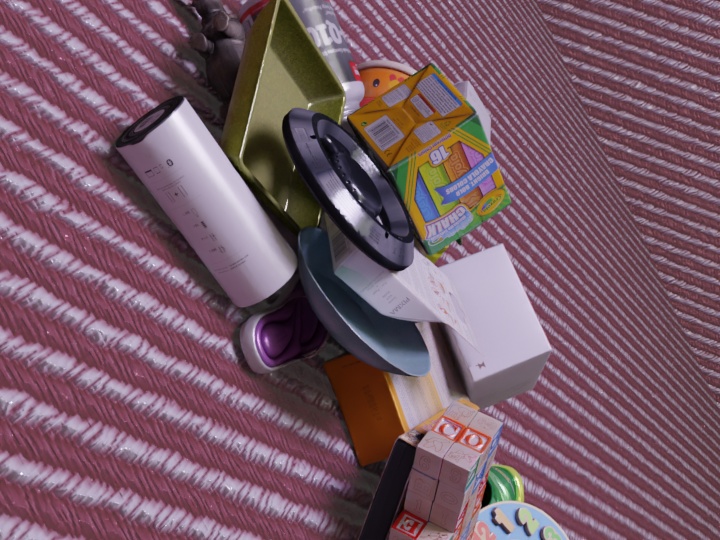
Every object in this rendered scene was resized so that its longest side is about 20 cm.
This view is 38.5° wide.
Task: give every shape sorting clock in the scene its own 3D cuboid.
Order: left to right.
[{"bbox_3d":[0.191,0.379,1.240,0.198,0.039,0.202,11,63,-22],"label":"shape sorting clock"}]

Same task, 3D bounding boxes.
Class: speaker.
[{"bbox_3d":[-0.144,-0.062,0.989,0.201,0.081,0.081,55,27,-24],"label":"speaker"}]

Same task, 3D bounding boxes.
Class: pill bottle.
[{"bbox_3d":[-0.063,-0.243,1.261,0.114,0.113,0.202,-20,88,-65],"label":"pill bottle"}]

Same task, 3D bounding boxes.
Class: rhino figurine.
[{"bbox_3d":[-0.154,-0.252,1.147,0.087,0.059,0.202,17,52,-80],"label":"rhino figurine"}]

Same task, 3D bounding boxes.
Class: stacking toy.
[{"bbox_3d":[0.020,-0.167,1.385,0.146,0.145,0.201,46,48,-38],"label":"stacking toy"}]

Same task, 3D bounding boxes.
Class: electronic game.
[{"bbox_3d":[-0.010,-0.084,1.059,0.200,0.041,0.200,48,18,-20],"label":"electronic game"}]

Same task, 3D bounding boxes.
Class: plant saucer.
[{"bbox_3d":[-0.086,-0.155,1.100,0.200,0.047,0.202,50,48,-60],"label":"plant saucer"},{"bbox_3d":[-0.006,0.042,1.083,0.201,0.039,0.201,45,16,-17],"label":"plant saucer"}]

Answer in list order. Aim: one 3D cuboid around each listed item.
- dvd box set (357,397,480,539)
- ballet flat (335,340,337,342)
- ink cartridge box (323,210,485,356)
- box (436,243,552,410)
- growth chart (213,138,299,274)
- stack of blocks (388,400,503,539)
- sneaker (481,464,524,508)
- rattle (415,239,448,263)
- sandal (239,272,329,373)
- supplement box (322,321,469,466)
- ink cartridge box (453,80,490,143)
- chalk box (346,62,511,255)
[{"bbox_3d":[0.065,0.228,1.127,0.200,0.029,0.148,-10,122,-65],"label":"dvd box set"},{"bbox_3d":[0.000,0.000,1.234,0.069,0.070,0.201,71,12,-55],"label":"ballet flat"},{"bbox_3d":[0.044,0.009,1.147,0.200,0.050,0.161,44,16,-26],"label":"ink cartridge box"},{"bbox_3d":[0.158,0.082,1.334,0.200,0.105,0.153,85,-16,-71],"label":"box"},{"bbox_3d":[-0.097,-0.058,1.155,0.200,0.018,0.146,32,42,-52],"label":"growth chart"},{"bbox_3d":[0.079,0.248,1.050,0.115,0.058,0.201,-42,148,-51],"label":"stack of blocks"},{"bbox_3d":[0.165,0.345,1.312,0.083,0.074,0.202,16,56,-25],"label":"sneaker"},{"bbox_3d":[0.029,-0.034,1.333,0.200,0.130,0.143,-39,94,-37],"label":"rattle"},{"bbox_3d":[-0.058,0.055,1.089,0.203,0.049,0.083,-44,117,-59],"label":"sandal"},{"bbox_3d":[0.047,0.136,1.217,0.200,0.073,0.127,-16,85,-64],"label":"supplement box"},{"bbox_3d":[0.110,-0.170,1.510,0.086,0.146,0.201,51,29,-28],"label":"ink cartridge box"},{"bbox_3d":[0.090,-0.115,1.226,0.125,0.123,0.200,56,-2,43],"label":"chalk box"}]
